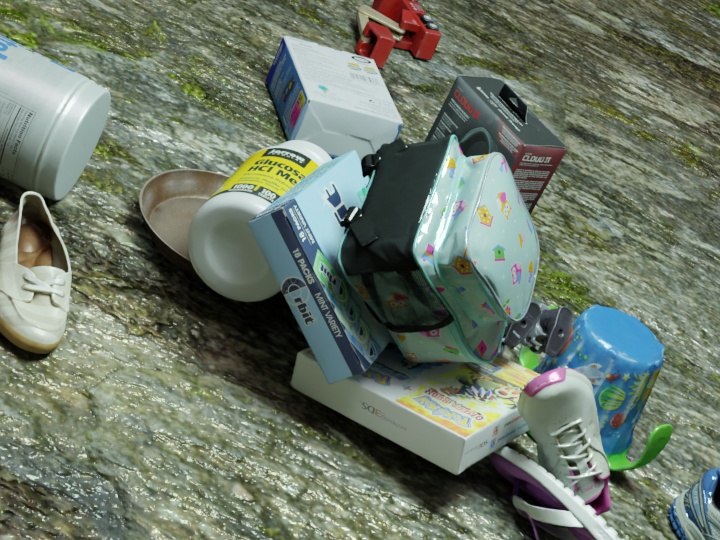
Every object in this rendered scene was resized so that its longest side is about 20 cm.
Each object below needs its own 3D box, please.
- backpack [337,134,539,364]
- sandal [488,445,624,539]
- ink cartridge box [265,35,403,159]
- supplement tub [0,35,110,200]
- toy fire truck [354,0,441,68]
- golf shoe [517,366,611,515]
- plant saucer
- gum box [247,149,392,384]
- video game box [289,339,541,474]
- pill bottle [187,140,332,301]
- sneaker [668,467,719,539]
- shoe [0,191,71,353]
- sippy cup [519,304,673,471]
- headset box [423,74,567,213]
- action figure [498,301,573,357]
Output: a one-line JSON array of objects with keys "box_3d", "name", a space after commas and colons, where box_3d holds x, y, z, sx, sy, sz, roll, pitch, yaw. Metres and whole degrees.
[{"box_3d": [0.084, -0.009, 1.405, 0.153, 0.200, 0.176, -1, 48, 21], "name": "backpack"}, {"box_3d": [0.182, 0.232, 1.387, 0.050, 0.083, 0.203, -44, 55, -13], "name": "sandal"}, {"box_3d": [-0.038, -0.226, 1.919, 0.136, 0.076, 0.200, 12, 34, -24], "name": "ink cartridge box"}, {"box_3d": [-0.371, -0.170, 1.519, 0.200, 0.132, 0.132, 25, 30, -1], "name": "supplement tub"}, {"box_3d": [0.043, -0.366, 2.231, 0.141, 0.049, 0.200, 8, 34, -28], "name": "toy fire truck"}, {"box_3d": [0.202, 0.163, 1.406, 0.075, 0.200, 0.092, -25, 53, 2], "name": "golf shoe"}, {"box_3d": [-0.143, -0.037, 1.583, 0.200, 0.035, 0.200, 20, 31, -13], "name": "plant saucer"}, {"box_3d": [-0.017, -0.008, 1.435, 0.170, 0.044, 0.200, 64, 25, -10], "name": "gum box"}, {"box_3d": [0.064, 0.112, 1.453, 0.200, 0.047, 0.182, 25, 28, 29], "name": "video game box"}, {"box_3d": [-0.090, -0.059, 1.512, 0.112, 0.113, 0.200, 28, 30, 3], "name": "pill bottle"}, {"box_3d": [0.378, 0.273, 1.445, 0.077, 0.085, 0.200, 0, 39, -37], "name": "sneaker"}, {"box_3d": [-0.305, -0.001, 1.379, 0.070, 0.053, 0.200, 11, 33, -24], "name": "shoe"}, {"box_3d": [0.245, 0.113, 1.549, 0.178, 0.130, 0.140, 29, 30, 4], "name": "sippy cup"}, {"box_3d": [0.146, -0.125, 1.777, 0.077, 0.200, 0.149, 0, 40, -38], "name": "headset box"}, {"box_3d": [0.125, 0.052, 1.558, 0.130, 0.069, 0.200, 31, -14, -30], "name": "action figure"}]
